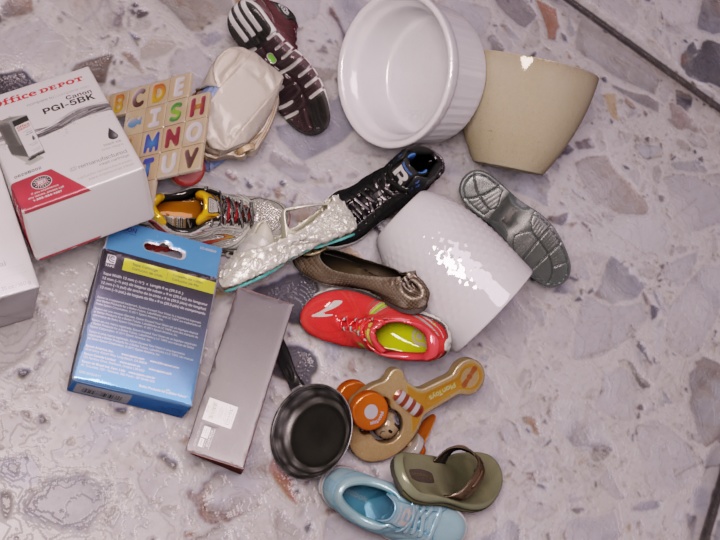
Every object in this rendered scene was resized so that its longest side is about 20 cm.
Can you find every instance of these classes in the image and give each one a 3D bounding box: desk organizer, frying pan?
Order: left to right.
[{"bbox_3d":[-0.142,0.133,1.355,0.071,0.077,0.203,17,72,-1],"label":"desk organizer"},{"bbox_3d":[-0.080,0.173,1.387,0.115,0.031,0.190,-50,54,2],"label":"frying pan"}]

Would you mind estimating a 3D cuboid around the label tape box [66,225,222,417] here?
[{"bbox_3d":[-0.253,0.057,1.349,0.141,0.066,0.203,15,65,-15],"label":"label tape box"}]

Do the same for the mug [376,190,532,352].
[{"bbox_3d":[0.121,-0.019,1.489,0.175,0.148,0.200,45,34,2],"label":"mug"}]

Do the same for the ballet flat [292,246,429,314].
[{"bbox_3d":[0.000,0.000,1.421,0.198,0.047,0.067,22,37,30],"label":"ballet flat"}]

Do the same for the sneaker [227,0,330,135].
[{"bbox_3d":[-0.091,-0.287,1.532,0.201,0.075,0.116,58,28,-18],"label":"sneaker"}]

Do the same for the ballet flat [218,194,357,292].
[{"bbox_3d":[-0.097,-0.040,1.409,0.198,0.072,0.073,-25,82,-24],"label":"ballet flat"}]

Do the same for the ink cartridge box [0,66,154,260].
[{"bbox_3d":[-0.342,-0.128,1.313,0.145,0.084,0.201,-22,53,-18],"label":"ink cartridge box"}]

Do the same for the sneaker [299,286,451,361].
[{"bbox_3d":[0.014,0.067,1.402,0.197,0.085,0.078,10,97,15],"label":"sneaker"}]

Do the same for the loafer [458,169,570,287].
[{"bbox_3d":[0.215,-0.063,1.575,0.072,0.063,0.200,-43,94,9],"label":"loafer"}]

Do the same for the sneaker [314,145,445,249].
[{"bbox_3d":[0.024,-0.106,1.486,0.199,0.112,0.074,-34,84,-27],"label":"sneaker"}]

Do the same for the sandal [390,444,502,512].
[{"bbox_3d":[0.117,0.248,1.389,0.199,0.057,0.080,11,43,-50],"label":"sandal"}]

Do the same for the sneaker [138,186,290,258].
[{"bbox_3d":[-0.178,-0.061,1.409,0.197,0.082,0.079,-4,72,-23],"label":"sneaker"}]

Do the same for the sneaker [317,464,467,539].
[{"bbox_3d":[0.044,0.293,1.361,0.197,0.082,0.075,19,89,-14],"label":"sneaker"}]

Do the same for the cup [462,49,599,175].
[{"bbox_3d":[0.217,-0.212,1.572,0.197,0.200,0.146,10,94,-18],"label":"cup"}]

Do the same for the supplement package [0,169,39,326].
[{"bbox_3d":[-0.449,-0.040,1.274,0.120,0.120,0.203,-17,78,-24],"label":"supplement package"}]

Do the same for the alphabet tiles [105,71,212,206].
[{"bbox_3d":[-0.262,-0.149,1.364,0.008,0.197,0.170,33,55,-52],"label":"alphabet tiles"}]

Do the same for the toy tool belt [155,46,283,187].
[{"bbox_3d":[-0.187,-0.183,1.445,0.124,0.123,0.201,39,74,-17],"label":"toy tool belt"}]

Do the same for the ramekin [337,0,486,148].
[{"bbox_3d":[0.072,-0.262,1.513,0.097,0.199,0.204,-3,71,-47],"label":"ramekin"}]

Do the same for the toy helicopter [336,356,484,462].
[{"bbox_3d":[0.072,0.175,1.423,0.198,0.079,0.134,-26,104,-15],"label":"toy helicopter"}]
